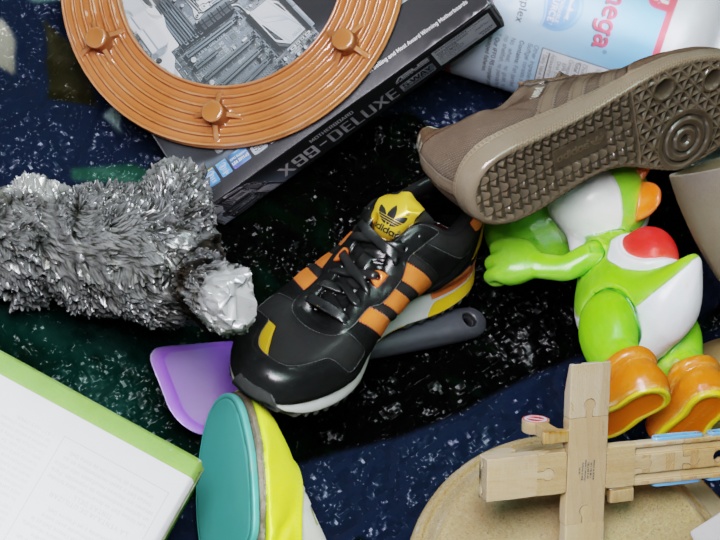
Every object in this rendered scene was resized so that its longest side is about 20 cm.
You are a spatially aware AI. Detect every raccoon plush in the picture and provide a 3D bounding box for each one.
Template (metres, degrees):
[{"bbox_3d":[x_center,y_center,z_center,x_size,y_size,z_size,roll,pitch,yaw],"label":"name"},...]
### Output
[{"bbox_3d":[-0.142,-0.013,1.422,0.134,0.200,0.097,-2,91,-16],"label":"raccoon plush"}]

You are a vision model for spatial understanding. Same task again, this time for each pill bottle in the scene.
[{"bbox_3d":[0.145,-0.142,1.577,0.200,0.109,0.109,18,60,7],"label":"pill bottle"}]

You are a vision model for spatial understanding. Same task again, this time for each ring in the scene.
[{"bbox_3d":[-0.074,-0.167,1.505,0.200,0.019,0.201,-3,80,15],"label":"ring"}]

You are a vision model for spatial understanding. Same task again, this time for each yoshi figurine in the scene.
[{"bbox_3d":[0.127,0.009,1.522,0.112,0.112,0.200,-15,59,-3],"label":"yoshi figurine"}]

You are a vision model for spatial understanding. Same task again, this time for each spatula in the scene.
[{"bbox_3d":[-0.018,0.049,1.506,0.200,0.021,0.057,-14,66,-21],"label":"spatula"}]

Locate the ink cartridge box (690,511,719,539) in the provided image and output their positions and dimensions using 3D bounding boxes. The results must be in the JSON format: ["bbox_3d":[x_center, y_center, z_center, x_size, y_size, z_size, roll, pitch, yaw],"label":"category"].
[{"bbox_3d":[0.252,0.169,1.438,0.200,0.067,0.117,1,58,-51],"label":"ink cartridge box"}]

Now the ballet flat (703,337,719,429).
[{"bbox_3d":[0.270,0.055,1.555,0.200,0.063,0.069,-4,65,-16],"label":"ballet flat"}]

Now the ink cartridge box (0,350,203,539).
[{"bbox_3d":[-0.193,0.154,1.377,0.148,0.076,0.200,29,61,0],"label":"ink cartridge box"}]

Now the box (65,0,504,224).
[{"bbox_3d":[-0.044,-0.147,1.530,0.200,0.050,0.158,-35,75,6],"label":"box"}]

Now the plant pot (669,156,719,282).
[{"bbox_3d":[0.282,-0.013,1.473,0.200,0.200,0.135,-17,93,-22],"label":"plant pot"}]

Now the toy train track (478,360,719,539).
[{"bbox_3d":[0.151,0.097,1.434,0.200,0.033,0.115,-4,104,-22],"label":"toy train track"}]

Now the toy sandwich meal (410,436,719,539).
[{"bbox_3d":[0.115,0.176,1.453,0.205,0.070,0.205,4,63,-9],"label":"toy sandwich meal"}]

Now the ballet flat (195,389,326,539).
[{"bbox_3d":[-0.048,0.163,1.424,0.067,0.067,0.200,14,62,-32],"label":"ballet flat"}]

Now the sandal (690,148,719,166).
[{"bbox_3d":[0.242,-0.054,1.613,0.082,0.050,0.203,-33,63,-11],"label":"sandal"}]

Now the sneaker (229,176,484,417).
[{"bbox_3d":[0.000,0.000,1.469,0.070,0.090,0.200,32,41,21],"label":"sneaker"}]

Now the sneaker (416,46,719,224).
[{"bbox_3d":[0.123,-0.089,1.485,0.200,0.070,0.076,-19,37,-26],"label":"sneaker"}]
